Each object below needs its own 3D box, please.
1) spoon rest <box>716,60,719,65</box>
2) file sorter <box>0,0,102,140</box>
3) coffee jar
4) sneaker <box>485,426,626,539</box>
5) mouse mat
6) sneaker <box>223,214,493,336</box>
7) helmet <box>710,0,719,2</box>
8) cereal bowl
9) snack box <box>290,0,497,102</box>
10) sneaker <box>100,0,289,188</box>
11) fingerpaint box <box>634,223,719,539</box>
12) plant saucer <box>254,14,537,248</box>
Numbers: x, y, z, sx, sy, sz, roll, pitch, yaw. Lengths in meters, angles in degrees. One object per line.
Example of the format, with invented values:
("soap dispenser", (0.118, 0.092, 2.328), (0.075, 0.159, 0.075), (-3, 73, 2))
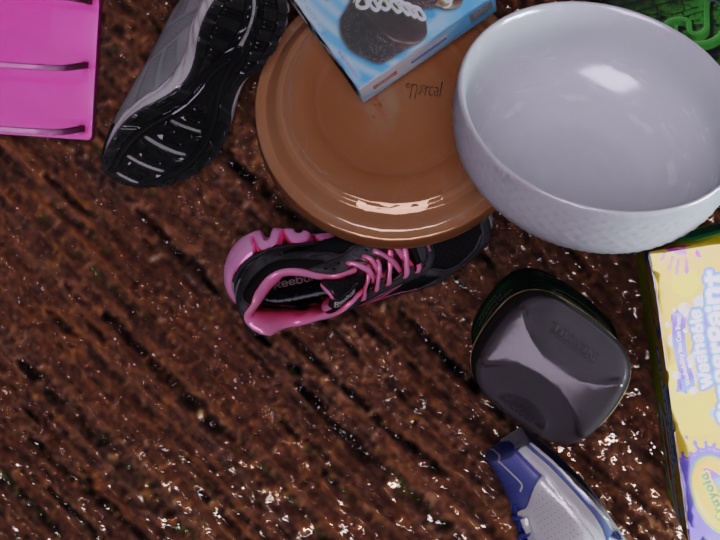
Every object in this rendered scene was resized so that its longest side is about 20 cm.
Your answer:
("spoon rest", (0.287, -0.065, 1.694), (0.099, 0.061, 0.200), (-32, 79, 4))
("file sorter", (-0.258, -0.194, 1.667), (0.138, 0.125, 0.201), (4, 95, 2))
("coffee jar", (0.128, 0.058, 1.632), (0.104, 0.200, 0.085), (36, 96, 0))
("sneaker", (0.141, 0.220, 1.706), (0.115, 0.081, 0.200), (-39, 94, 3))
("mouse mat", (0.269, -0.170, 1.680), (0.199, 0.008, 0.162), (2, 77, 2))
("sneaker", (0.000, 0.000, 1.680), (0.199, 0.095, 0.079), (-18, 111, 6))
("helmet", (0.262, -0.269, 1.600), (0.190, 0.200, 0.201), (3, 96, -21))
("cereal bowl", (0.154, -0.085, 1.604), (0.199, 0.200, 0.083), (18, 139, 1))
("snack box", (-0.008, -0.231, 1.663), (0.116, 0.037, 0.200), (-35, 75, -2))
("sneaker", (-0.119, -0.141, 1.695), (0.074, 0.079, 0.200), (24, 116, -29))
("fingerpaint box", (0.241, 0.074, 1.646), (0.073, 0.167, 0.201), (-8, 94, 4))
("plant saucer", (0.025, -0.114, 1.669), (0.199, 0.032, 0.201), (0, 72, 0))
